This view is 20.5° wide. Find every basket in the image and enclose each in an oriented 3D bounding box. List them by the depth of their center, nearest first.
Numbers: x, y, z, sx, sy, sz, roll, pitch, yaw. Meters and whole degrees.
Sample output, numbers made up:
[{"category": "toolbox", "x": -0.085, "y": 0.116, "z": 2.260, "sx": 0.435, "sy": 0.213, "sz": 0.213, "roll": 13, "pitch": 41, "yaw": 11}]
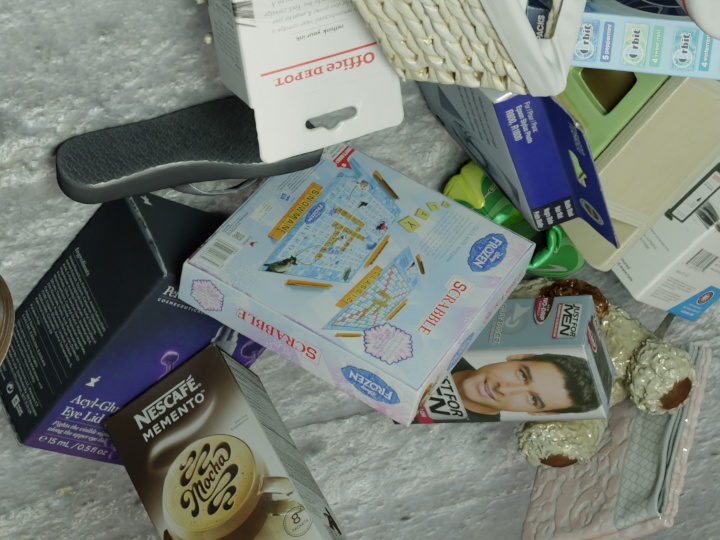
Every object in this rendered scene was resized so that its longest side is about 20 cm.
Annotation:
[{"category": "basket", "x": 0.064, "y": -0.218, "z": 1.290, "sx": 0.123, "sy": 0.136, "sz": 0.200, "roll": 5, "pitch": 156, "yaw": 24}]

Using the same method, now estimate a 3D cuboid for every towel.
[{"category": "towel", "x": 0.237, "y": 0.169, "z": 1.882, "sx": 0.032, "sy": 0.201, "sz": 0.191, "roll": 37, "pitch": 144, "yaw": -26}]

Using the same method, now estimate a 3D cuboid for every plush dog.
[{"category": "plush dog", "x": 0.190, "y": 0.066, "z": 1.839, "sx": 0.172, "sy": 0.161, "sz": 0.200, "roll": 32, "pitch": 131, "yaw": -32}]

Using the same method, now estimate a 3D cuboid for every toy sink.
[{"category": "toy sink", "x": 0.199, "y": -0.118, "z": 1.617, "sx": 0.112, "sy": 0.131, "sz": 0.200, "roll": 16, "pitch": 125, "yaw": -45}]

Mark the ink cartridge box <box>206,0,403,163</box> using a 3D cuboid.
[{"category": "ink cartridge box", "x": -0.043, "y": -0.187, "z": 1.357, "sx": 0.116, "sy": 0.068, "sz": 0.201, "roll": -17, "pitch": 118, "yaw": -18}]

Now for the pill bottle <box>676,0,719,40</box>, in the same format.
[{"category": "pill bottle", "x": 0.207, "y": -0.244, "z": 1.254, "sx": 0.108, "sy": 0.200, "sz": 0.109, "roll": -19, "pitch": 142, "yaw": -15}]

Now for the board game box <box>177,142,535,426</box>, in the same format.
[{"category": "board game box", "x": 0.000, "y": 0.000, "z": 1.490, "sx": 0.200, "sy": 0.199, "sz": 0.041, "roll": -48, "pitch": 161, "yaw": -43}]

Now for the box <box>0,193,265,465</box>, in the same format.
[{"category": "box", "x": -0.174, "y": 0.048, "z": 1.569, "sx": 0.148, "sy": 0.104, "sz": 0.200, "roll": 17, "pitch": 123, "yaw": -45}]

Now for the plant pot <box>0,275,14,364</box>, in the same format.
[{"category": "plant pot", "x": -0.356, "y": -0.011, "z": 1.313, "sx": 0.200, "sy": 0.200, "sz": 0.199, "roll": -25, "pitch": 135, "yaw": -8}]

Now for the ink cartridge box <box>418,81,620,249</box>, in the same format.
[{"category": "ink cartridge box", "x": 0.103, "y": -0.112, "z": 1.481, "sx": 0.041, "sy": 0.200, "sz": 0.200, "roll": -38, "pitch": 149, "yaw": -5}]

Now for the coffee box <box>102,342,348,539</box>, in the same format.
[{"category": "coffee box", "x": -0.097, "y": 0.171, "z": 1.509, "sx": 0.113, "sy": 0.200, "sz": 0.080, "roll": -37, "pitch": 147, "yaw": 7}]

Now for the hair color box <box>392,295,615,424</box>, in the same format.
[{"category": "hair color box", "x": 0.114, "y": 0.080, "z": 1.749, "sx": 0.199, "sy": 0.061, "sz": 0.099, "roll": -4, "pitch": 136, "yaw": 21}]

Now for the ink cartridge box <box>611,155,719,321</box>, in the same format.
[{"category": "ink cartridge box", "x": 0.324, "y": -0.057, "z": 1.800, "sx": 0.200, "sy": 0.084, "sz": 0.146, "roll": -44, "pitch": 152, "yaw": 16}]

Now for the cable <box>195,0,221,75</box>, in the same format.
[{"category": "cable", "x": -0.023, "y": -0.201, "z": 1.426, "sx": 0.199, "sy": 0.050, "sz": 0.097, "roll": -24, "pitch": 137, "yaw": -8}]

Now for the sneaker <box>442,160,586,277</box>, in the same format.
[{"category": "sneaker", "x": 0.139, "y": -0.026, "z": 1.719, "sx": 0.074, "sy": 0.084, "sz": 0.200, "roll": -42, "pitch": 145, "yaw": 15}]

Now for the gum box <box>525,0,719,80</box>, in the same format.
[{"category": "gum box", "x": 0.217, "y": -0.187, "z": 1.451, "sx": 0.199, "sy": 0.170, "sz": 0.045, "roll": 5, "pitch": 113, "yaw": 3}]

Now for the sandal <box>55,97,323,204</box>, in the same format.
[{"category": "sandal", "x": -0.127, "y": -0.084, "z": 1.480, "sx": 0.199, "sy": 0.076, "sz": 0.043, "roll": -8, "pitch": 138, "yaw": -12}]
